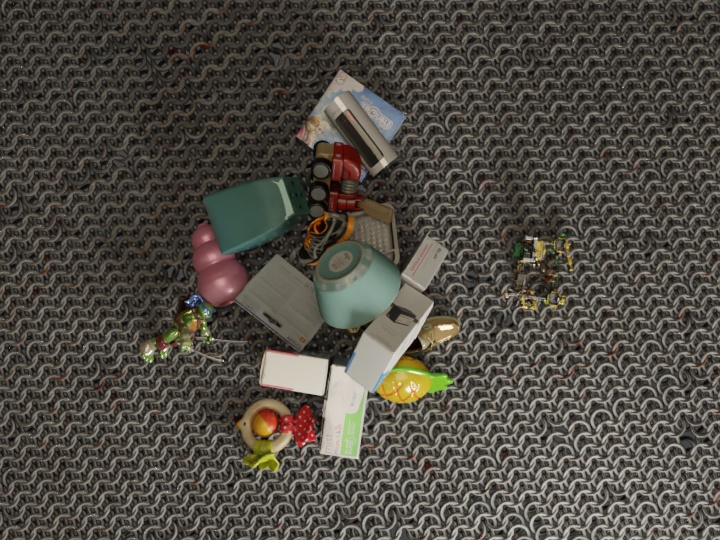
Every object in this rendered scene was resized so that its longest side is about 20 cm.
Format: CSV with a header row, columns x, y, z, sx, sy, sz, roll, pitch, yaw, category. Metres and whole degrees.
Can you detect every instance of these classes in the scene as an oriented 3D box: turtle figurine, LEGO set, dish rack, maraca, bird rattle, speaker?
x,y,z,sx,sy,sz,roll,pitch,yaw,category
-0.403,0.174,1.603,0.192,0.144,0.201,-27,116,17,turtle figurine
0.435,-0.001,1.628,0.152,0.116,0.203,15,89,0,LEGO set
0.012,-0.057,1.613,0.170,0.044,0.202,-16,52,16,dish rack
0.119,0.261,1.620,0.197,0.137,0.108,7,63,-9,maraca
-0.208,0.380,1.631,0.200,0.113,0.163,-43,73,-4,bird rattle
0.002,-0.322,1.608,0.081,0.081,0.201,-37,91,-1,speaker

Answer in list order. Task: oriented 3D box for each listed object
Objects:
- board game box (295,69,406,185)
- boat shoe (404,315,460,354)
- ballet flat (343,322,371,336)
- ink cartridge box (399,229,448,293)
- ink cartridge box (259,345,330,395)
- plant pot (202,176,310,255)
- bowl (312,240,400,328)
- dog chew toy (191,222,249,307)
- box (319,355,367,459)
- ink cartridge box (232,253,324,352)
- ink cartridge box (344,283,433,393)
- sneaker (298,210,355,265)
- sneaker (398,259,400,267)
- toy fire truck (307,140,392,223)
x,y,z,sx,sy,sz,roll,pitch,yaw,category
-0.024,-0.350,1.669,0.199,0.043,0.200,34,88,-1,board game box
0.147,0.165,1.638,0.197,0.067,0.075,-15,120,3,boat shoe
0.053,0.118,1.659,0.197,0.046,0.068,-9,89,-1,ballet flat
0.134,-0.001,1.573,0.066,0.200,0.116,33,69,0,ink cartridge box
-0.147,0.227,1.580,0.144,0.200,0.084,9,87,0,ink cartridge box
-0.230,-0.140,1.581,0.198,0.141,0.143,-20,89,22,plant pot
-0.024,0.014,1.463,0.200,0.201,0.105,-35,130,-1,bowl
-0.344,-0.018,1.626,0.123,0.125,0.202,-22,82,-1,dog chew toy
-0.036,0.313,1.591,0.095,0.176,0.203,8,88,0,box
-0.177,0.081,1.600,0.199,0.200,0.041,39,132,0,ink cartridge box
0.064,0.146,1.494,0.083,0.200,0.146,33,133,11,ink cartridge box
-0.096,-0.082,1.606,0.077,0.200,0.079,21,49,-30,sneaker
0.000,0.000,1.643,0.198,0.082,0.076,-19,89,-1,sneaker
-0.021,-0.194,1.594,0.197,0.130,0.177,5,132,-5,toy fire truck
